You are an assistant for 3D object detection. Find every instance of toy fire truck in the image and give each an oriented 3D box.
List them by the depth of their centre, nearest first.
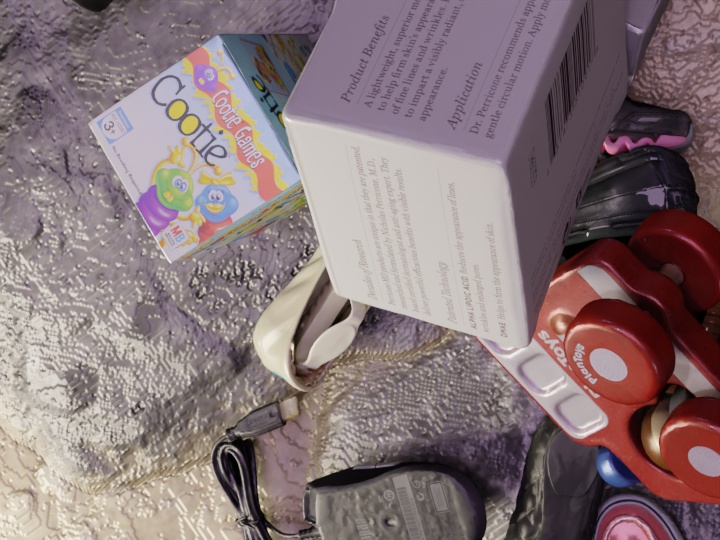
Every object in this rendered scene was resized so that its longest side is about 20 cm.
[{"bbox_3d":[0.179,0.069,1.163,0.200,0.112,0.168,45,144,-7],"label":"toy fire truck"}]

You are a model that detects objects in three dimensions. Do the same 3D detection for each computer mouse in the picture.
[{"bbox_3d":[-0.008,0.147,1.311,0.199,0.046,0.142,-18,97,27],"label":"computer mouse"}]

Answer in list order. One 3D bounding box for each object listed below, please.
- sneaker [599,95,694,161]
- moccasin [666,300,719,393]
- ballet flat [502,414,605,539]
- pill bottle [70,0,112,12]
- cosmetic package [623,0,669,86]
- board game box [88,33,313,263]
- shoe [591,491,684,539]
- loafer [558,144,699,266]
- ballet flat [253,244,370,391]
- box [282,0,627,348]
[{"bbox_3d":[0.125,-0.124,1.234,0.198,0.079,0.096,11,84,9],"label":"sneaker"},{"bbox_3d":[0.233,0.038,1.220,0.199,0.074,0.078,5,127,21],"label":"moccasin"},{"bbox_3d":[0.130,0.184,1.285,0.066,0.057,0.202,18,107,4],"label":"ballet flat"},{"bbox_3d":[-0.138,-0.272,1.252,0.200,0.112,0.112,-42,86,15],"label":"pill bottle"},{"bbox_3d":[0.108,-0.213,1.198,0.199,0.090,0.107,27,73,8],"label":"cosmetic package"},{"bbox_3d":[-0.077,-0.084,1.216,0.103,0.200,0.105,-31,89,15],"label":"board game box"},{"bbox_3d":[0.192,0.254,1.250,0.071,0.091,0.202,-9,95,14],"label":"shoe"},{"bbox_3d":[0.131,-0.014,1.221,0.200,0.068,0.071,-26,59,32],"label":"loafer"},{"bbox_3d":[0.000,0.000,1.274,0.069,0.069,0.201,37,109,6],"label":"ballet flat"},{"bbox_3d":[0.063,-0.098,1.082,0.130,0.201,0.200,16,63,18],"label":"box"}]
